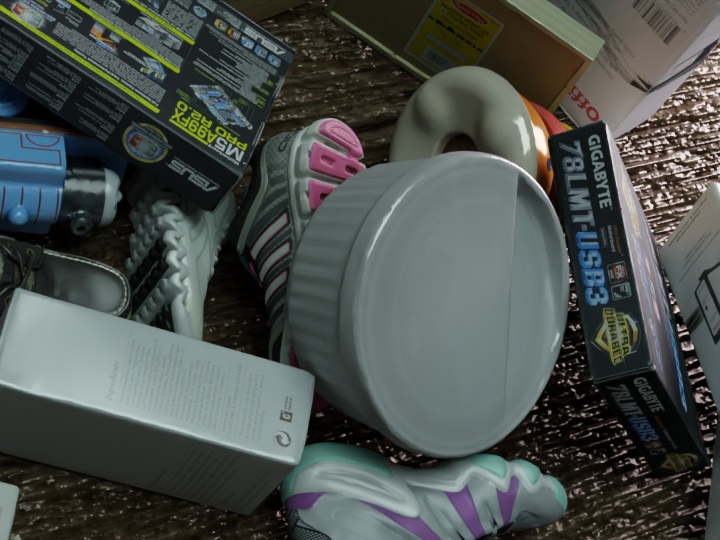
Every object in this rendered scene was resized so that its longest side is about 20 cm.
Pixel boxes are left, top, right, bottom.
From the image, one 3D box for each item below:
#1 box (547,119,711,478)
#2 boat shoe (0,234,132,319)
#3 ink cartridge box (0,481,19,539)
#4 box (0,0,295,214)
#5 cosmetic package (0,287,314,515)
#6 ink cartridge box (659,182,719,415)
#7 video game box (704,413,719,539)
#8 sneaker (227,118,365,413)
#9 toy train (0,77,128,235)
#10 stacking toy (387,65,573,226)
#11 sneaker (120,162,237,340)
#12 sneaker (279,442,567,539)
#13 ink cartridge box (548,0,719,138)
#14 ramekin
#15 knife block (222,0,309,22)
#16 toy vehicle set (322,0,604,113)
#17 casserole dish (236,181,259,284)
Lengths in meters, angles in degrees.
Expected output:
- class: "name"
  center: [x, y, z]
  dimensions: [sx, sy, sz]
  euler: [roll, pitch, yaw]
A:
- class: "box"
  center: [0.194, 0.025, 1.286]
  dimensions: [0.050, 0.199, 0.200]
  euler: [-16, 59, 16]
- class: "boat shoe"
  center: [-0.240, 0.012, 1.151]
  dimensions: [0.200, 0.065, 0.073]
  euler: [2, 67, -22]
- class: "ink cartridge box"
  center: [-0.306, 0.146, 1.005]
  dimensions: [0.200, 0.116, 0.067]
  euler: [17, 55, -14]
- class: "box"
  center: [-0.153, -0.150, 1.214]
  dimensions: [0.200, 0.044, 0.160]
  euler: [33, 39, -13]
- class: "cosmetic package"
  center: [-0.142, 0.086, 1.131]
  dimensions: [0.200, 0.102, 0.074]
  euler: [19, 57, -16]
- class: "ink cartridge box"
  center: [0.326, 0.041, 1.350]
  dimensions: [0.146, 0.084, 0.200]
  euler: [19, 33, -22]
- class: "video game box"
  center: [0.344, 0.179, 1.309]
  dimensions: [0.182, 0.047, 0.200]
  euler: [29, 35, -4]
- class: "sneaker"
  center: [-0.045, -0.004, 1.215]
  dimensions: [0.074, 0.087, 0.200]
  euler: [-4, 97, -44]
- class: "toy train"
  center: [-0.247, -0.075, 1.187]
  dimensions: [0.200, 0.087, 0.114]
  euler: [5, 51, -21]
- class: "stacking toy"
  center: [0.133, -0.077, 1.368]
  dimensions: [0.200, 0.146, 0.146]
  euler: [1, 59, -43]
- class: "sneaker"
  center: [-0.121, -0.026, 1.237]
  dimensions: [0.081, 0.075, 0.200]
  euler: [11, 56, -31]
- class: "sneaker"
  center: [0.044, 0.194, 1.175]
  dimensions: [0.200, 0.078, 0.140]
  euler: [4, 59, -12]
- class: "ink cartridge box"
  center: [0.218, -0.220, 1.437]
  dimensions: [0.084, 0.200, 0.145]
  euler: [-29, 75, -38]
- class: "ramekin"
  center: [0.040, 0.018, 1.172]
  dimensions: [0.202, 0.094, 0.203]
  euler: [-8, 102, -42]
- class: "knife block"
  center: [-0.130, -0.203, 1.346]
  dimensions: [0.200, 0.064, 0.176]
  euler: [18, 55, -15]
- class: "toy vehicle set"
  center: [0.078, -0.192, 1.399]
  dimensions: [0.200, 0.124, 0.027]
  euler: [34, 52, -3]
- class: "casserole dish"
  center: [0.000, 0.000, 1.279]
  dimensions: [0.200, 0.039, 0.121]
  euler: [37, 69, 1]
